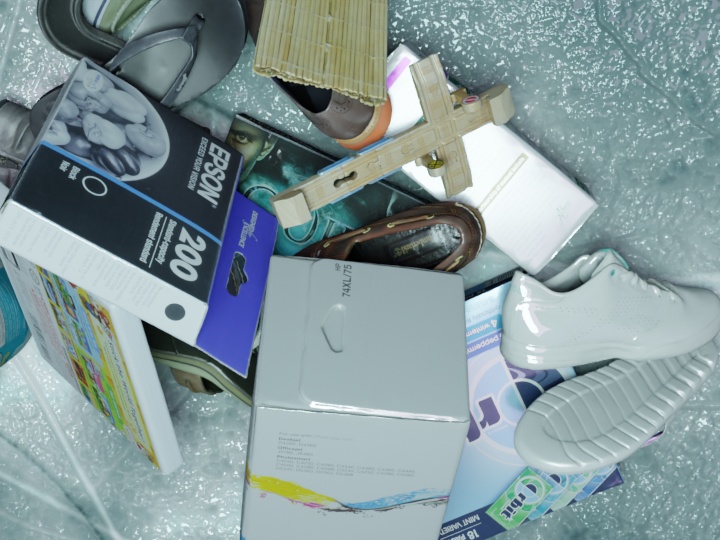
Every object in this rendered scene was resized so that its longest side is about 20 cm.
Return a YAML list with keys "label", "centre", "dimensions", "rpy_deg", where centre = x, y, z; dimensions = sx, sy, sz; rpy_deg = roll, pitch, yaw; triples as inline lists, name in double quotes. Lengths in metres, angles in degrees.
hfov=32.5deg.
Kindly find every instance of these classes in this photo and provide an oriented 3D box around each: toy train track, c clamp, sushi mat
- label: "toy train track"
  centre: [0.030, -0.082, 0.904]
  dimensions: [0.200, 0.033, 0.115]
  rpy_deg: [-27, 122, -12]
- label: "c clamp"
  centre: [-0.156, -0.213, 0.959]
  dimensions: [0.171, 0.027, 0.200]
  rpy_deg: [17, 122, -27]
- label: "sushi mat"
  centre: [-0.026, -0.188, 0.921]
  dimensions: [0.096, 0.200, 0.012]
  rpy_deg: [16, 128, -11]

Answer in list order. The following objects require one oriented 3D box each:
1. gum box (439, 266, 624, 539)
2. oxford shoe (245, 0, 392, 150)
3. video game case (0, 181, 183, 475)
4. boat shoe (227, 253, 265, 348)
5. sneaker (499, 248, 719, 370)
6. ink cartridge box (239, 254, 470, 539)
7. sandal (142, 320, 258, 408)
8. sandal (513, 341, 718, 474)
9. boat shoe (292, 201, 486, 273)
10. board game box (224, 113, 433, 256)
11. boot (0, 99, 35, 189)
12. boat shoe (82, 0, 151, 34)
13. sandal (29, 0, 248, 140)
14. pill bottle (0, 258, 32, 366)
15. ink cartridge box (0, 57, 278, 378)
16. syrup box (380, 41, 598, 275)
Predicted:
- label: "gum box"
  centre: [0.105, 0.120, 1.051]
  dimensions: [0.170, 0.045, 0.200]
  rpy_deg: [-25, 98, 8]
- label: "oxford shoe"
  centre: [-0.049, -0.179, 0.948]
  dimensions: [0.071, 0.073, 0.200]
  rpy_deg: [-47, 59, 17]
- label: "video game case"
  centre: [-0.214, 0.045, 0.950]
  dimensions: [0.023, 0.182, 0.200]
  rpy_deg: [-36, 143, -26]
- label: "boat shoe"
  centre: [-0.132, -0.028, 0.983]
  dimensions: [0.075, 0.062, 0.200]
  rpy_deg: [-26, 74, 23]
- label: "sneaker"
  centre: [0.207, 0.022, 0.982]
  dimensions: [0.200, 0.075, 0.089]
  rpy_deg: [-8, 109, -21]
- label: "ink cartridge box"
  centre: [-0.008, 0.113, 0.913]
  dimensions: [0.146, 0.147, 0.200]
  rpy_deg: [6, 134, -3]
- label: "sandal"
  centre: [-0.136, 0.064, 1.031]
  dimensions: [0.201, 0.080, 0.057]
  rpy_deg: [28, 141, -23]
- label: "sandal"
  centre: [0.214, 0.114, 1.003]
  dimensions: [0.203, 0.082, 0.050]
  rpy_deg: [-27, 141, -21]
- label: "boat shoe"
  centre: [0.000, 0.000, 0.955]
  dimensions: [0.200, 0.070, 0.070]
  rpy_deg: [-27, 94, 19]
- label: "board game box"
  centre: [-0.038, -0.028, 1.015]
  dimensions: [0.200, 0.028, 0.135]
  rpy_deg: [26, 102, 12]
- label: "boot"
  centre: [-0.255, -0.038, 1.038]
  dimensions: [0.132, 0.070, 0.200]
  rpy_deg: [7, 95, 9]
- label: "boat shoe"
  centre: [-0.147, -0.257, 0.977]
  dimensions: [0.062, 0.072, 0.200]
  rpy_deg: [41, 98, 2]
- label: "sandal"
  centre: [-0.166, -0.147, 0.949]
  dimensions: [0.200, 0.043, 0.076]
  rpy_deg: [-35, 109, 13]
- label: "pill bottle"
  centre: [-0.338, 0.048, 0.981]
  dimensions: [0.111, 0.200, 0.111]
  rpy_deg: [1, 101, 4]
- label: "ink cartridge box"
  centre: [-0.142, -0.043, 0.881]
  dimensions: [0.200, 0.198, 0.043]
  rpy_deg: [31, 123, -19]
- label: "syrup box"
  centre: [0.087, -0.093, 0.993]
  dimensions: [0.200, 0.079, 0.081]
  rpy_deg: [39, 102, -5]
